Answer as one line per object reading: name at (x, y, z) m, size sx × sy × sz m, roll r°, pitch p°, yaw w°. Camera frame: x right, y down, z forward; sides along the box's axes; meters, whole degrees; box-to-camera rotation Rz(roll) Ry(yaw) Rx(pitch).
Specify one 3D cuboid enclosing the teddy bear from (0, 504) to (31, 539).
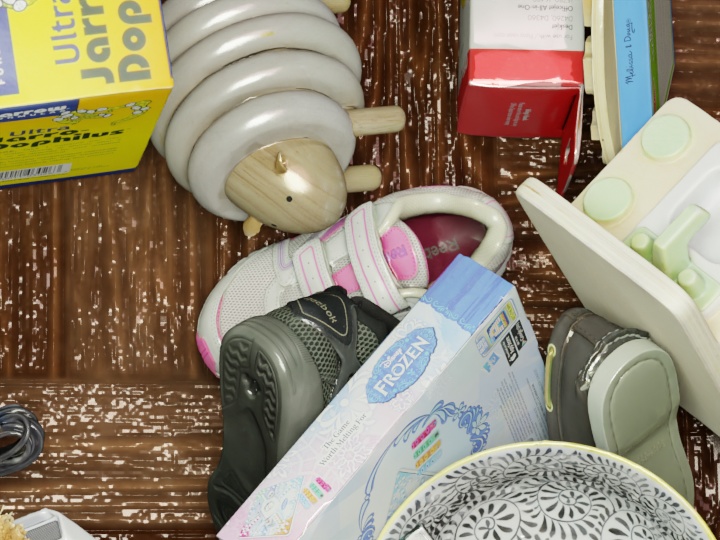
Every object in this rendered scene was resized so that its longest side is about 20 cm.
teddy bear at (-0.182, 0.218, 1.581) m, size 0.144 × 0.067 × 0.201 m, roll -16°, pitch 99°, yaw 15°

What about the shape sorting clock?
shape sorting clock at (0.149, -0.151, 1.679) m, size 0.039 × 0.200 × 0.201 m, roll 0°, pitch 79°, yaw 12°

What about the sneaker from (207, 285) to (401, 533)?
sneaker at (-0.023, 0.088, 1.615) m, size 0.114 × 0.200 × 0.076 m, roll -28°, pitch 50°, yaw -33°

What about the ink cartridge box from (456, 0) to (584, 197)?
ink cartridge box at (0.091, -0.148, 1.698) m, size 0.067 × 0.116 × 0.201 m, roll 2°, pitch 78°, yaw -1°

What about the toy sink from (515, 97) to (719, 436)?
toy sink at (0.190, -0.005, 1.626) m, size 0.112 × 0.200 × 0.130 m, roll -47°, pitch 54°, yaw -7°

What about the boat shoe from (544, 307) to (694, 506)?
boat shoe at (0.139, 0.104, 1.646) m, size 0.072 × 0.202 × 0.061 m, roll -30°, pitch 47°, yaw -25°

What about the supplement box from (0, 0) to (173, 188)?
supplement box at (-0.171, -0.119, 1.605) m, size 0.109 × 0.200 × 0.109 m, roll -8°, pitch 81°, yaw -11°

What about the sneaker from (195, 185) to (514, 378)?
sneaker at (0.000, 0.000, 1.671) m, size 0.199 × 0.088 × 0.082 m, roll -27°, pitch 85°, yaw -14°

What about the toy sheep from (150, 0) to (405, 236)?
toy sheep at (-0.058, -0.102, 1.664) m, size 0.137 × 0.138 × 0.200 m, roll -17°, pitch 55°, yaw -13°

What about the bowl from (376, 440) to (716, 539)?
bowl at (0.101, 0.184, 1.582) m, size 0.200 × 0.094 × 0.202 m, roll 0°, pitch 94°, yaw 7°

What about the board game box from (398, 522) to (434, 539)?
board game box at (0.043, 0.248, 1.520) m, size 0.135 × 0.028 × 0.200 m, roll -40°, pitch 89°, yaw -2°

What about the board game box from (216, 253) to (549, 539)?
board game box at (0.026, 0.120, 1.602) m, size 0.043 × 0.200 × 0.199 m, roll 32°, pitch 72°, yaw 29°

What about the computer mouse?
computer mouse at (-0.169, 0.170, 1.626) m, size 0.110 × 0.044 × 0.200 m, roll -38°, pitch 94°, yaw 13°
